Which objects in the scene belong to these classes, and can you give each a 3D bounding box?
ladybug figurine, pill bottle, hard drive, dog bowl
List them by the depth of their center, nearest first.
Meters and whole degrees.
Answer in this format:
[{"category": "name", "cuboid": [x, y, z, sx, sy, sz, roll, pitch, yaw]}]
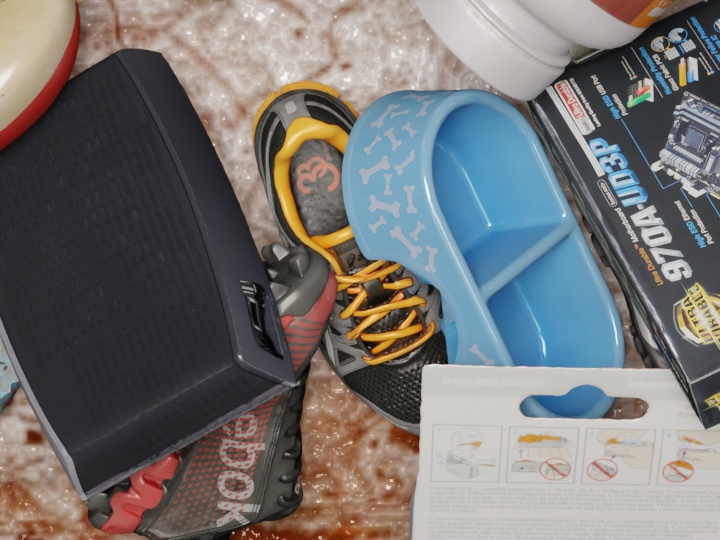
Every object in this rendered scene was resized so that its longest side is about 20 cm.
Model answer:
[{"category": "pill bottle", "cuboid": [0.118, -0.175, 1.030, 0.112, 0.112, 0.200, 43, 113, -5]}, {"category": "hard drive", "cuboid": [-0.122, -0.005, 1.090, 0.135, 0.042, 0.200, -29, 63, 10]}, {"category": "ladybug figurine", "cuboid": [-0.217, -0.093, 1.100, 0.200, 0.072, 0.136, -22, 54, 12]}, {"category": "dog bowl", "cuboid": [0.067, -0.001, 1.125, 0.050, 0.111, 0.200, -14, 106, 45]}]

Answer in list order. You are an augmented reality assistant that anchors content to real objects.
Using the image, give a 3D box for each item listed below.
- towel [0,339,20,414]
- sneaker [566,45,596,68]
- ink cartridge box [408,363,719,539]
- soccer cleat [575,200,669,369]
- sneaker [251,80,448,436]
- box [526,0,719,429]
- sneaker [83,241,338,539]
[{"category": "towel", "cuboid": [-0.227, -0.039, 1.170, 0.200, 0.022, 0.147, 37, 95, -6]}, {"category": "sneaker", "cuboid": [0.098, -0.186, 1.137, 0.084, 0.075, 0.200, 18, 102, 18]}, {"category": "ink cartridge box", "cuboid": [0.105, 0.111, 1.129, 0.160, 0.047, 0.200, 1, 128, 0]}, {"category": "soccer cleat", "cuboid": [0.169, 0.011, 1.156, 0.073, 0.068, 0.200, -23, 93, 5]}, {"category": "sneaker", "cuboid": [0.000, 0.000, 1.148, 0.078, 0.077, 0.200, -29, 97, 1]}, {"category": "box", "cuboid": [0.188, -0.043, 1.069, 0.159, 0.046, 0.200, -26, 53, 0]}, {"category": "sneaker", "cuboid": [-0.056, 0.072, 1.142, 0.098, 0.071, 0.201, 29, 119, -13]}]
